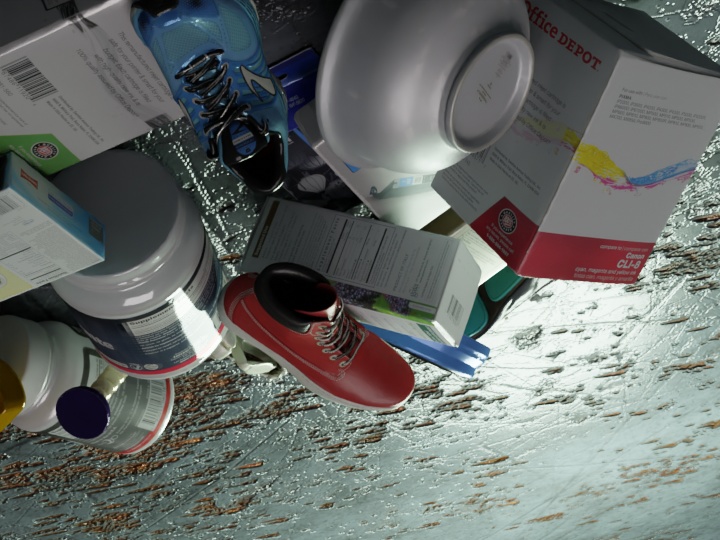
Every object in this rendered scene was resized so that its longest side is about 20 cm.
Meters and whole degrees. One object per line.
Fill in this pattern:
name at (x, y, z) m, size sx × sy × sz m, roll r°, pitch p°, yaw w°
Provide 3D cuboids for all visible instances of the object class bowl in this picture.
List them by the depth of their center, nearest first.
bowl at (0.067, -0.150, 0.987) m, size 0.201 × 0.090 × 0.202 m, roll -34°, pitch 142°, yaw -31°
bowl at (0.035, 0.057, 1.335) m, size 0.200 × 0.040 × 0.201 m, roll 24°, pitch 177°, yaw 1°

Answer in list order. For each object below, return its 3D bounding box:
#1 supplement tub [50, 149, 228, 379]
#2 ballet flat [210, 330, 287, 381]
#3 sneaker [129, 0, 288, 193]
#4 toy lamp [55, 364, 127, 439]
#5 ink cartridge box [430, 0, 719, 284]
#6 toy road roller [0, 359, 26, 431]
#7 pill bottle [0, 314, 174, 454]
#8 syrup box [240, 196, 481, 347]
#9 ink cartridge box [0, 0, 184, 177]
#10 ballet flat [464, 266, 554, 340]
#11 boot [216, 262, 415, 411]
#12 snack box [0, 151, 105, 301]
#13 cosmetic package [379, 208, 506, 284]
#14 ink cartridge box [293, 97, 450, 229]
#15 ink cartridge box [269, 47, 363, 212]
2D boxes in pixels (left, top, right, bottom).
supplement tub at (-0.197, -0.002, 1.160) m, size 0.140 × 0.141 × 0.200 m, roll -15°, pitch 151°, yaw -1°
ballet flat at (-0.136, 0.070, 1.397) m, size 0.072 × 0.072 × 0.200 m, roll -28°, pitch 148°, yaw 22°
sneaker at (-0.087, -0.120, 0.887) m, size 0.078 × 0.090 × 0.200 m, roll -23°, pitch 150°, yaw 8°
toy lamp at (-0.233, 0.096, 1.274) m, size 0.058 × 0.200 × 0.059 m, roll 4°, pitch 112°, yaw 9°
ink cartridge box at (0.182, -0.113, 1.084) m, size 0.144 × 0.145 × 0.201 m, roll 5°, pitch 121°, yaw -34°
toy road roller at (-0.396, 0.097, 1.188) m, size 0.145 × 0.201 × 0.123 m, roll -10°, pitch 161°, yaw -41°
pill bottle at (-0.297, 0.117, 1.346) m, size 0.114 × 0.114 × 0.200 m, roll -30°, pitch 148°, yaw 25°
syrup box at (0.000, 0.000, 1.187) m, size 0.199 × 0.082 × 0.079 m, roll 13°, pitch 164°, yaw 25°
ink cartridge box at (-0.190, -0.163, 0.938) m, size 0.199 × 0.085 × 0.146 m, roll -22°, pitch 151°, yaw 8°
ballet flat at (0.154, 0.032, 1.474) m, size 0.073 × 0.073 × 0.200 m, roll 10°, pitch 140°, yaw -39°
boot at (-0.018, 0.060, 1.136) m, size 0.199 × 0.073 × 0.144 m, roll 31°, pitch 160°, yaw -18°
snack box at (-0.313, -0.016, 1.020) m, size 0.199 × 0.037 × 0.116 m, roll -20°, pitch 145°, yaw 19°
cosmetic package at (0.105, -0.046, 1.279) m, size 0.200 × 0.071 × 0.105 m, roll -37°, pitch 143°, yaw 20°
ink cartridge box at (0.060, -0.127, 1.123) m, size 0.176 × 0.045 × 0.200 m, roll -37°, pitch 149°, yaw 7°
ink cartridge box at (-0.038, -0.113, 1.153) m, size 0.099 × 0.039 × 0.200 m, roll -24°, pitch 150°, yaw 16°
